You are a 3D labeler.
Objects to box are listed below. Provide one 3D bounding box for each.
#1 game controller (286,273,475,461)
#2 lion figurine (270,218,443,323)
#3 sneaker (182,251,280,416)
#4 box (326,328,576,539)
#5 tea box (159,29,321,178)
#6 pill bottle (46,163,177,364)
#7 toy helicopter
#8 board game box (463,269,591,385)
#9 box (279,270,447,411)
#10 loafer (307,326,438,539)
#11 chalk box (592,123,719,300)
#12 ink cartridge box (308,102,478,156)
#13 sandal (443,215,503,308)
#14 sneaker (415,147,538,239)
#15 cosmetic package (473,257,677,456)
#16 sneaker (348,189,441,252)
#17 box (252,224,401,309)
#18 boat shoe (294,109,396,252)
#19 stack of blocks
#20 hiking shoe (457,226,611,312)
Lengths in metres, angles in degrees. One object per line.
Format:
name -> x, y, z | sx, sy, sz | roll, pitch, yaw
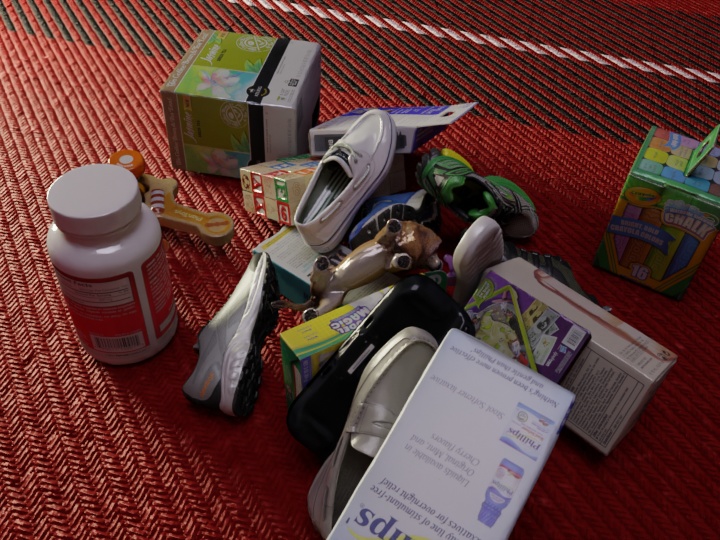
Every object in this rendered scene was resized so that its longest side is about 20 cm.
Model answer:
game controller -> 0.021, 0.100, 0.644 | 0.200, 0.104, 0.042 | -49, 15, 0
lion figurine -> 0.000, 0.000, 0.736 | 0.198, 0.122, 0.073 | -22, 87, -3
sneaker -> -0.137, 0.059, 0.738 | 0.078, 0.074, 0.202 | 4, 52, 12
box -> 0.066, 0.180, 0.521 | 0.104, 0.184, 0.201 | 27, 70, 19
tea box -> -0.171, -0.250, 1.018 | 0.194, 0.135, 0.201 | 7, 44, 3
pill bottle -> -0.260, -0.004, 0.710 | 0.111, 0.202, 0.113 | 2, 43, -2
toy helicopter -> -0.260, -0.070, 0.870 | 0.198, 0.079, 0.133 | 17, 46, 7
board game box -> 0.121, 0.113, 0.663 | 0.120, 0.032, 0.201 | 35, 88, 25
box -> 0.017, 0.082, 0.702 | 0.198, 0.118, 0.048 | -24, 44, -26
loafer -> 0.017, 0.147, 0.594 | 0.069, 0.202, 0.070 | 23, 5, -16
chalk box -> 0.393, -0.090, 0.849 | 0.123, 0.202, 0.125 | 24, 47, 20
ink cartridge box -> 0.055, -0.201, 0.952 | 0.198, 0.044, 0.198 | 1, 21, 21
sandal -> 0.119, -0.010, 0.745 | 0.050, 0.203, 0.082 | 40, 74, 19
sneaker -> 0.159, -0.081, 0.869 | 0.198, 0.078, 0.086 | 20, 27, -32
cosmetic package -> 0.212, 0.083, 0.717 | 0.199, 0.104, 0.087 | 37, 33, 28
sneaker -> 0.034, -0.054, 0.867 | 0.088, 0.080, 0.200 | -3, 15, 29
box -> -0.031, 0.016, 0.815 | 0.199, 0.050, 0.082 | 31, 49, 25
boat shoe -> -0.015, -0.119, 0.811 | 0.073, 0.067, 0.202 | 16, 73, 24
stack of blocks -> -0.049, -0.124, 0.919 | 0.199, 0.059, 0.115 | -20, 26, -35
hiking shoe -> 0.208, 0.011, 0.836 | 0.100, 0.076, 0.200 | -22, 56, -40
